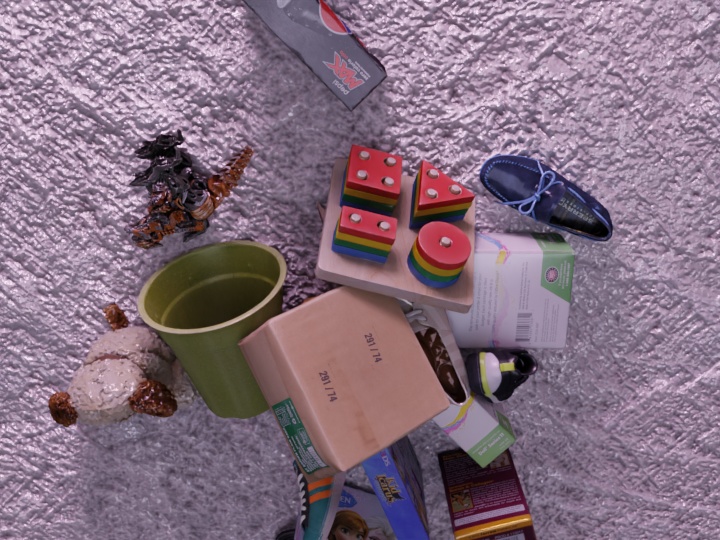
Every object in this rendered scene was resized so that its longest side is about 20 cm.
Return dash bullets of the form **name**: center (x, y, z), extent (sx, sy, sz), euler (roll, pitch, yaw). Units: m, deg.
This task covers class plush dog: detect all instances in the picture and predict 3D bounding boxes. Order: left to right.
- **plush dog**: center (-0.330, 0.149, 1.253), extent (0.199, 0.172, 0.161), euler (-10, 111, 3)

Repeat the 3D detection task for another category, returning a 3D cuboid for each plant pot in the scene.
- **plant pot**: center (-0.176, 0.092, 1.246), extent (0.199, 0.201, 0.191), euler (-11, 125, 3)

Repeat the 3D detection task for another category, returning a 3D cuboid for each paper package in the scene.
- **paper package**: center (-0.020, 0.128, 1.132), extent (0.190, 0.103, 0.201), euler (-24, 84, -32)

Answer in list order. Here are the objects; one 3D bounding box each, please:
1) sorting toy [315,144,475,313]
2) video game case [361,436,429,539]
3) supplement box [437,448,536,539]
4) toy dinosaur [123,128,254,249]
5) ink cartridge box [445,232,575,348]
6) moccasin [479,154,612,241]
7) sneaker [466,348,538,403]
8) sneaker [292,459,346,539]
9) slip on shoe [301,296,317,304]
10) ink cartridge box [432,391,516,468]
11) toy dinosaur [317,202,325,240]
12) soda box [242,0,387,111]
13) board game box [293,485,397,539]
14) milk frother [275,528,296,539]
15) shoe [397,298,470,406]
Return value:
- **sorting toy**: center (0.057, -0.064, 1.163), extent (0.197, 0.201, 0.070), euler (14, 138, -7)
- **video game case**: center (0.039, 0.260, 1.305), extent (0.045, 0.181, 0.201), euler (-21, 111, 7)
- **supplement box**: center (0.183, 0.343, 1.332), extent (0.110, 0.200, 0.086), euler (-14, 113, 4)
- **toy dinosaur**: center (-0.232, -0.108, 1.215), extent (0.200, 0.102, 0.136), euler (-42, 124, -5)
- **ink cartridge box**: center (0.182, 0.027, 1.269), extent (0.198, 0.088, 0.146), euler (-1, 111, -4)
- **moccasin**: center (0.256, -0.099, 1.231), extent (0.199, 0.068, 0.081), euler (20, 110, -9)
- **sneaker**: center (0.205, 0.144, 1.259), extent (0.082, 0.200, 0.072), euler (-10, 82, 19)
- **sneaker**: center (-0.066, 0.314, 1.337), extent (0.079, 0.201, 0.072), euler (15, 148, 0)
- **slip on shoe**: center (-0.057, 0.125, 1.317), extent (0.061, 0.074, 0.201), euler (14, 119, 25)
- **ink cartridge box**: center (0.125, 0.170, 1.307), extent (0.067, 0.117, 0.200), euler (-42, 107, 12)
- **toy dinosaur**: center (0.000, 0.000, 1.258), extent (0.199, 0.086, 0.136), euler (35, 113, -9)
- **soda box**: center (-0.057, -0.296, 1.146), extent (0.071, 0.063, 0.200), euler (-42, 108, 14)
- **board game box**: center (-0.002, 0.421, 1.359), extent (0.199, 0.200, 0.041), euler (19, 131, -10)
- **milk frother**: center (-0.059, 0.520, 1.402), extent (0.199, 0.188, 0.181), euler (26, 108, -12)
- **shoe**: center (0.090, 0.090, 1.198), extent (0.070, 0.053, 0.201), euler (-29, 98, 10)
